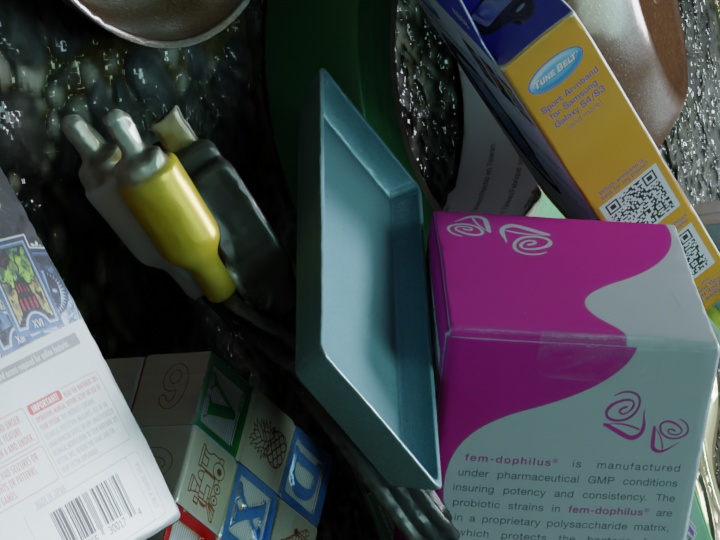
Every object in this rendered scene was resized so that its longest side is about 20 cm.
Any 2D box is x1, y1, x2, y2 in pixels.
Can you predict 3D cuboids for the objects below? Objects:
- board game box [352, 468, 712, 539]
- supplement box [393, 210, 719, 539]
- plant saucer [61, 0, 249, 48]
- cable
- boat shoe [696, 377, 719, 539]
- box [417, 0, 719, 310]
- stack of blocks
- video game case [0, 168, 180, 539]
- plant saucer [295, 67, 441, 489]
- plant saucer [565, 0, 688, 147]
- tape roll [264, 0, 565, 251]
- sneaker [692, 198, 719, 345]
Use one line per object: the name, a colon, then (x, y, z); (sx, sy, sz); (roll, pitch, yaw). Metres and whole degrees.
board game box: (0.079, 0.109, 0.957); (0.029, 0.134, 0.201); (-108, 177, -64)
supplement box: (0.069, 0.088, 0.867); (0.103, 0.101, 0.201); (-93, -171, -61)
plant saucer: (-0.091, -0.179, 0.806); (0.200, 0.032, 0.201); (13, 75, -57)
cable: (-0.040, 0.022, 0.793); (0.050, 0.097, 0.200); (-33, 100, -11)
boat shoe: (0.148, 0.118, 1.136); (0.063, 0.073, 0.201); (23, 56, -49)
box: (0.077, -0.072, 0.906); (0.200, 0.041, 0.119); (54, -1, -42)
stack of blocks: (-0.081, 0.130, 0.753); (0.115, 0.058, 0.201); (47, 48, -46)
video game case: (-0.154, 0.030, 0.616); (0.200, 0.036, 0.182); (-30, 93, -57)
plant saucer: (0.000, 0.000, 0.800); (0.070, 0.019, 0.200); (50, 18, -26)
plant saucer: (0.129, -0.150, 1.112); (0.200, 0.037, 0.201); (-13, 90, -73)
tape roll: (0.031, -0.082, 0.980); (0.200, 0.048, 0.201); (12, 76, -58)
sneaker: (0.124, 0.042, 0.984); (0.080, 0.200, 0.131); (50, 52, -23)
